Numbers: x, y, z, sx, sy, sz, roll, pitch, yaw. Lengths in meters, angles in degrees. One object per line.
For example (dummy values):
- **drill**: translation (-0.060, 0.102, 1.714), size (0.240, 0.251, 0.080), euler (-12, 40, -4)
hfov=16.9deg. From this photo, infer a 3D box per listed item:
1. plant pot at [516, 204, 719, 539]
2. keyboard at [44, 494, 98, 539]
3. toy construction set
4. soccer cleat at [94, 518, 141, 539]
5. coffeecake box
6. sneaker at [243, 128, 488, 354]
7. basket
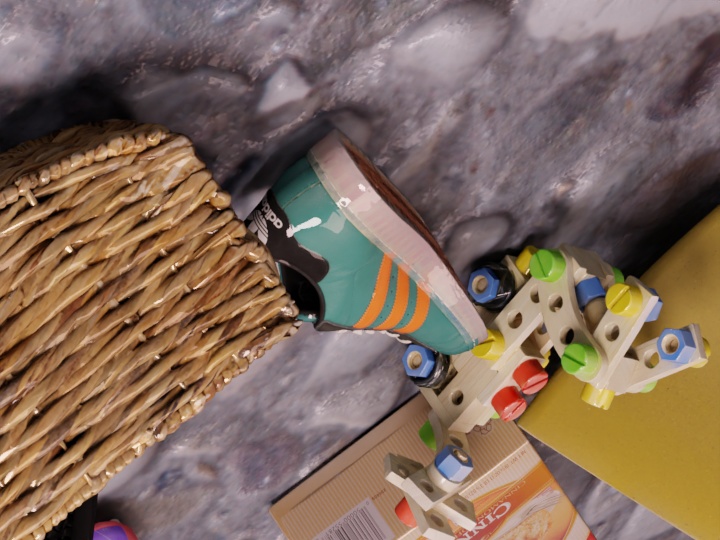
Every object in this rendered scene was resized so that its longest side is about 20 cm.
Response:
- **plant pot**: translation (0.244, 0.072, 1.468), size (0.177, 0.199, 0.200), euler (-61, 159, 6)
- **keyboard**: translation (-0.173, 0.197, 1.230), size (0.021, 0.201, 0.127), euler (27, 121, -17)
- **toy construction set**: translation (0.091, 0.064, 1.379), size (0.200, 0.131, 0.092), euler (-42, 148, 9)
- **soccer cleat**: translation (-0.145, 0.219, 1.407), size (0.066, 0.077, 0.201), euler (-20, 145, -24)
- **coffeecake box**: translation (0.052, 0.163, 1.527), size (0.153, 0.073, 0.200), euler (-37, 149, 0)
- **sneaker**: translation (0.000, 0.000, 1.274), size (0.080, 0.072, 0.200), euler (-35, 144, 6)
- **basket**: translation (-0.156, 0.020, 1.120), size (0.200, 0.149, 0.143), euler (-39, 109, -13)
